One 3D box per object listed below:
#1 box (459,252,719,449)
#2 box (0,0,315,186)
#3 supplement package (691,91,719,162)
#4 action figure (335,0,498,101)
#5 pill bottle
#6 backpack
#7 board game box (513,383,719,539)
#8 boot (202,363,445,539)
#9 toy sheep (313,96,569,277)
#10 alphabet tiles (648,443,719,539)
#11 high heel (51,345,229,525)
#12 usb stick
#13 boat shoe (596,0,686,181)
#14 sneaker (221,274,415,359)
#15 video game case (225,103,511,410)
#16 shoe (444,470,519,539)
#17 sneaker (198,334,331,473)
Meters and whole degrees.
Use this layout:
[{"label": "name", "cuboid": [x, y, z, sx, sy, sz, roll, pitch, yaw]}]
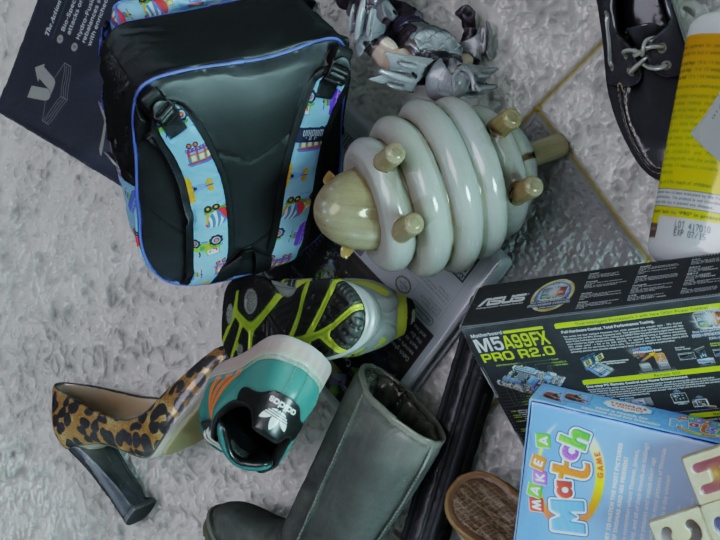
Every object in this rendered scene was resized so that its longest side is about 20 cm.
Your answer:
[{"label": "box", "cuboid": [0.185, 0.072, 1.076, 0.199, 0.044, 0.161, -9, 123, 34]}, {"label": "box", "cuboid": [-0.172, -0.179, 1.373, 0.199, 0.117, 0.198, 30, 102, 33]}, {"label": "supplement package", "cuboid": [0.314, -0.067, 0.953, 0.117, 0.199, 0.117, -59, 13, 13]}, {"label": "action figure", "cuboid": [0.029, -0.187, 1.232, 0.070, 0.130, 0.200, -56, 47, 18]}, {"label": "pill bottle", "cuboid": [0.255, -0.095, 1.066, 0.109, 0.109, 0.202, 11, 91, 35]}, {"label": "backpack", "cuboid": [-0.102, -0.095, 1.228, 0.135, 0.181, 0.201, 52, 149, 43]}, {"label": "board game box", "cuboid": [0.199, 0.166, 1.059, 0.199, 0.037, 0.152, 12, 111, 18]}, {"label": "boot", "cuboid": [-0.031, 0.159, 1.236, 0.182, 0.072, 0.201, 36, 118, 38]}, {"label": "toy sheep", "cuboid": [0.060, -0.061, 1.170, 0.138, 0.199, 0.139, 167, 90, -74]}, {"label": "alphabet tiles", "cuboid": [0.285, 0.164, 1.001, 0.199, 0.006, 0.167, -20, 106, 14]}, {"label": "high heel", "cuboid": [-0.187, 0.098, 1.376, 0.143, 0.071, 0.200, 49, 121, 22]}, {"label": "usb stick", "cuboid": [0.072, 0.112, 1.205, 0.032, 0.055, 0.202, 17, 95, 19]}, {"label": "boat shoe", "cuboid": [0.190, -0.157, 1.136, 0.072, 0.063, 0.202, -11, 89, 30]}, {"label": "sneaker", "cuboid": [-0.038, 0.042, 1.259, 0.199, 0.076, 0.076, 4, 90, 53]}, {"label": "video game case", "cuboid": [0.000, 0.000, 1.289, 0.200, 0.023, 0.182, 46, 110, 29]}, {"label": "shoe", "cuboid": [0.140, 0.216, 1.152, 0.070, 0.053, 0.200, -43, 63, -9]}, {"label": "sneaker", "cuboid": [-0.087, 0.113, 1.231, 0.080, 0.071, 0.200, -62, 8, -27]}]
